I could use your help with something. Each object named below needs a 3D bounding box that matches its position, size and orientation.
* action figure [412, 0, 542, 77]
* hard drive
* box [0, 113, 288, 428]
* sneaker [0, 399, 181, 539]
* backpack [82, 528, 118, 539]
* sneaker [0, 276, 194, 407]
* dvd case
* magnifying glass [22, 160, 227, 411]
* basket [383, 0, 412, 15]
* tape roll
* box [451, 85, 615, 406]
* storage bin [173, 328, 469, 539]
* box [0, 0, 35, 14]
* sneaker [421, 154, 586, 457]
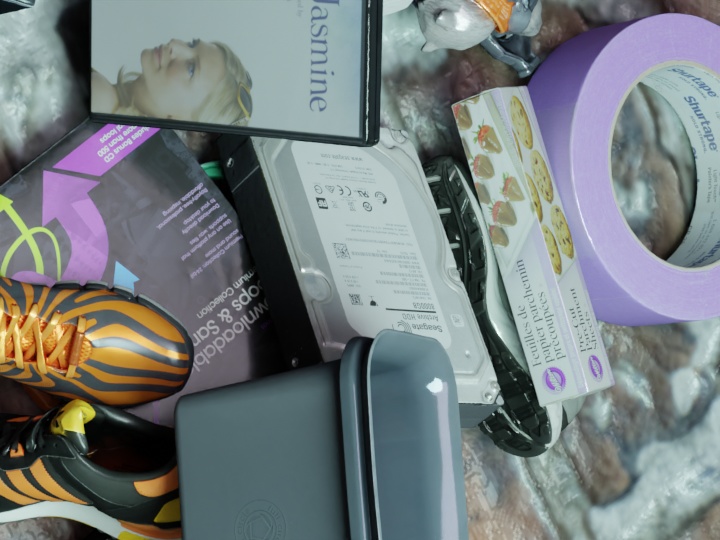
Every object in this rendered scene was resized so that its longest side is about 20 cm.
[{"bbox_3d":[0.076,-0.228,1.771,0.200,0.104,0.194,35,65,-23],"label":"action figure"},{"bbox_3d":[0.000,0.000,1.696,0.139,0.038,0.201,4,58,-40],"label":"hard drive"},{"bbox_3d":[-0.130,0.008,1.674,0.143,0.036,0.200,-40,97,-19],"label":"box"},{"bbox_3d":[-0.176,0.101,1.598,0.199,0.090,0.070,10,50,12],"label":"sneaker"},{"bbox_3d":[-0.077,0.180,1.660,0.199,0.163,0.155,-15,117,-19],"label":"backpack"},{"bbox_3d":[-0.197,0.043,1.581,0.199,0.112,0.078,12,101,3],"label":"sneaker"},{"bbox_3d":[-0.074,-0.149,1.596,0.018,0.199,0.144,-12,106,-57],"label":"dvd case"},{"bbox_3d":[-0.128,0.011,1.706,0.200,0.022,0.080,-44,105,-18],"label":"magnifying glass"},{"bbox_3d":[-0.029,-0.259,1.658,0.135,0.123,0.201,-16,75,-38],"label":"basket"},{"bbox_3d":[0.194,-0.065,1.830,0.199,0.065,0.202,3,84,-37],"label":"tape roll"},{"bbox_3d":[0.109,-0.017,1.749,0.041,0.039,0.201,-9,81,-56],"label":"box"},{"bbox_3d":[-0.020,0.141,1.536,0.145,0.133,0.202,13,72,-66],"label":"storage bin"},{"bbox_3d":[-0.249,-0.247,1.546,0.123,0.200,0.198,13,84,-28],"label":"box"},{"bbox_3d":[0.086,0.018,1.797,0.079,0.074,0.201,-33,103,-47],"label":"sneaker"}]
